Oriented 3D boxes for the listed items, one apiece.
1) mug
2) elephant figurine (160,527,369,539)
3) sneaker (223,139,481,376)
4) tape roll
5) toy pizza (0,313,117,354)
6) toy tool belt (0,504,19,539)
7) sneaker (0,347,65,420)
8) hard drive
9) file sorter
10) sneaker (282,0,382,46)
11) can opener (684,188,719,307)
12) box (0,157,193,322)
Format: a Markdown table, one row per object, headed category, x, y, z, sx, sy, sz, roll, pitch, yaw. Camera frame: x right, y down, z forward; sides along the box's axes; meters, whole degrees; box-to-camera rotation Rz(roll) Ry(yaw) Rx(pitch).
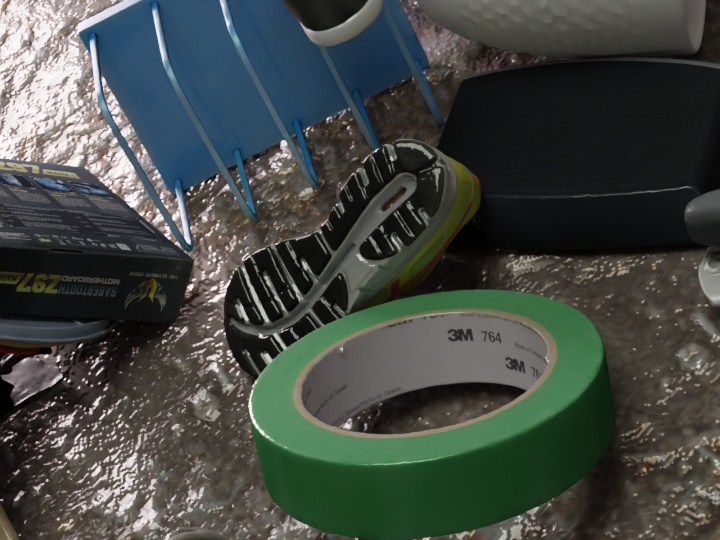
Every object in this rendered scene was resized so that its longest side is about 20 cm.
| category | x | y | z | sx | sy | sz | roll | pitch | yaw |
| --- | --- | --- | --- | --- | --- | --- | --- | --- | --- |
| mug | 0.120 | -0.228 | 1.380 | 0.174 | 0.201 | 0.148 | 0 | 41 | 15 |
| elephant figurine | -0.050 | 0.192 | 1.136 | 0.142 | 0.155 | 0.200 | -52 | 19 | 8 |
| sneaker | 0.000 | 0.000 | 1.345 | 0.200 | 0.090 | 0.079 | -39 | 71 | 27 |
| tape roll | 0.039 | 0.075 | 1.219 | 0.198 | 0.049 | 0.201 | -11 | 23 | 5 |
| toy pizza | -0.255 | 0.012 | 1.426 | 0.200 | 0.199 | 0.032 | 34 | 112 | 44 |
| toy tool belt | -0.311 | 0.140 | 1.353 | 0.198 | 0.125 | 0.124 | -16 | 88 | 14 |
| sneaker | -0.299 | 0.088 | 1.436 | 0.199 | 0.060 | 0.104 | -31 | 41 | -17 |
| hard drive | 0.136 | -0.075 | 1.364 | 0.198 | 0.042 | 0.136 | 0 | 51 | 29 |
| file sorter | -0.061 | -0.123 | 1.431 | 0.199 | 0.139 | 0.123 | -26 | 32 | 4 |
| sneaker | -0.048 | -0.220 | 1.339 | 0.070 | 0.100 | 0.200 | -31 | 34 | 1 |
| can opener | 0.278 | -0.016 | 1.220 | 0.198 | 0.067 | 0.053 | -5 | 47 | 19 |
| box | -0.230 | -0.025 | 1.420 | 0.157 | 0.199 | 0.051 | 38 | 114 | 44 |
